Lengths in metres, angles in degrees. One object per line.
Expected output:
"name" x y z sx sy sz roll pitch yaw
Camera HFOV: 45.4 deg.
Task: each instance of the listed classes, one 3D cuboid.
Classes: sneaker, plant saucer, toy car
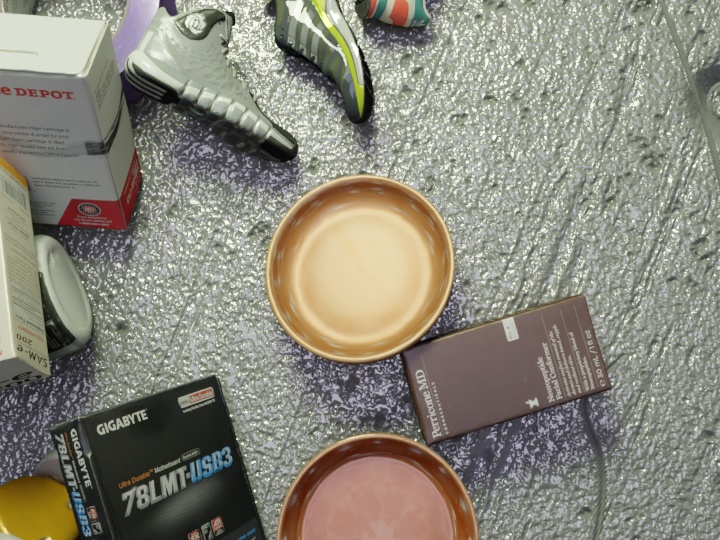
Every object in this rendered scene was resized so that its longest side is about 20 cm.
"sneaker" 0.054 -0.359 0.929 0.091 0.070 0.205 12 84 -16
"sneaker" -0.046 -0.242 0.918 0.080 0.074 0.203 -26 80 8
"sneaker" -0.133 -0.203 0.885 0.198 0.075 0.118 28 74 -28
"plant saucer" 0.017 0.261 0.837 0.195 0.032 0.205 0 85 1
"toy car" -0.278 0.291 0.843 0.197 0.176 0.152 25 121 2
"plant saucer" 0.000 0.000 0.886 0.195 0.038 0.205 -3 69 8

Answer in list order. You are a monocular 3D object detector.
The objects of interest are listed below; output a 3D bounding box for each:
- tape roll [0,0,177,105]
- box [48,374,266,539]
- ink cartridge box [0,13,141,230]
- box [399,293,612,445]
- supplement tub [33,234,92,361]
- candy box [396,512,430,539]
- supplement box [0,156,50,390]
"tape roll" -0.298 -0.275 0.909 0.195 0.085 0.205 0 86 1
"box" -0.181 0.217 0.816 0.049 0.199 0.203 -19 85 27
"ink cartridge box" -0.304 -0.141 0.836 0.141 0.202 0.085 4 52 1
"box" 0.145 0.099 0.882 0.196 0.075 0.102 -18 86 1
"supplement tub" -0.383 0.054 0.865 0.196 0.123 0.125 -21 86 -1
"candy box" 0.065 0.359 0.871 0.116 0.056 0.202 -35 85 -2
"supplement box" -0.361 0.009 0.773 0.123 0.074 0.204 -15 71 1
